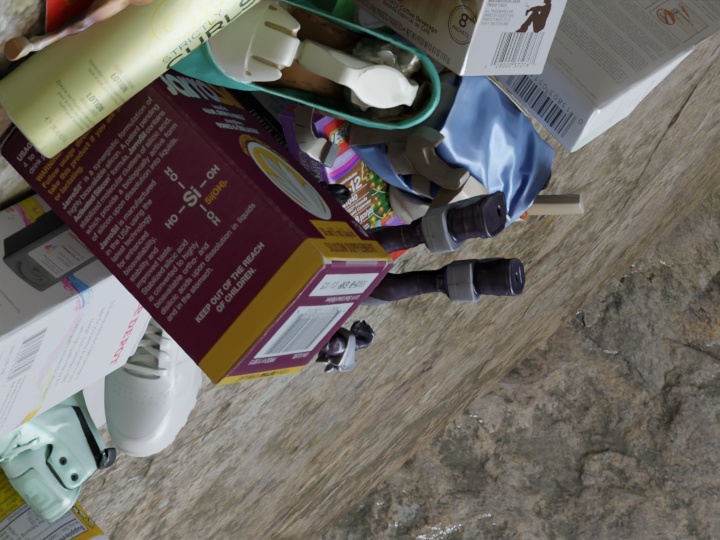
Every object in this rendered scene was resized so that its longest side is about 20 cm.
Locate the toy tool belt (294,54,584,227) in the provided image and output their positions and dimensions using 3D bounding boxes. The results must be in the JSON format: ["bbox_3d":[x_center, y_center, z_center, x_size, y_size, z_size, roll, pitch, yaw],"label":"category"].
[{"bbox_3d":[0.061,-0.088,1.190,0.200,0.122,0.126,32,78,-48],"label":"toy tool belt"}]

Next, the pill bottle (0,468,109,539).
[{"bbox_3d":[-0.255,0.211,1.345,0.113,0.200,0.113,-42,167,-12],"label":"pill bottle"}]

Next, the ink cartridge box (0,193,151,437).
[{"bbox_3d":[-0.224,0.033,1.153,0.200,0.086,0.148,-34,163,-45],"label":"ink cartridge box"}]

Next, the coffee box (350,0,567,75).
[{"bbox_3d":[0.079,-0.231,1.067,0.079,0.113,0.201,-7,125,-42],"label":"coffee box"}]

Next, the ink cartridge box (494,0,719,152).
[{"bbox_3d":[0.154,-0.186,1.268,0.200,0.161,0.050,-32,163,-45],"label":"ink cartridge box"}]

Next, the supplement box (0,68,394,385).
[{"bbox_3d":[-0.095,-0.038,1.074,0.103,0.200,0.131,-48,167,14],"label":"supplement box"}]

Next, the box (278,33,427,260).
[{"bbox_3d":[0.034,-0.095,1.283,0.200,0.039,0.138,-39,129,-34],"label":"box"}]

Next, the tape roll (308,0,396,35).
[{"bbox_3d":[0.034,-0.232,1.217,0.200,0.048,0.201,-42,167,-12],"label":"tape roll"}]

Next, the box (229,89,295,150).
[{"bbox_3d":[-0.017,-0.124,1.319,0.200,0.082,0.049,-34,165,-37],"label":"box"}]

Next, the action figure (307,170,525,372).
[{"bbox_3d":[0.000,0.000,1.145,0.198,0.131,0.069,-8,-163,16],"label":"action figure"}]

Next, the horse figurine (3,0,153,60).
[{"bbox_3d":[-0.094,-0.171,0.811,0.132,0.050,0.200,-29,162,-44],"label":"horse figurine"}]

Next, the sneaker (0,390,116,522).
[{"bbox_3d":[-0.253,0.129,1.261,0.074,0.119,0.200,-29,179,36],"label":"sneaker"}]

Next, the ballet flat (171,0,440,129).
[{"bbox_3d":[-0.035,-0.130,1.058,0.070,0.199,0.068,24,-81,63],"label":"ballet flat"}]

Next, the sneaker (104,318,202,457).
[{"bbox_3d":[-0.149,0.035,1.315,0.081,0.076,0.202,71,31,-77],"label":"sneaker"}]

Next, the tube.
[{"bbox_3d":[-0.110,-0.141,0.988,0.200,0.052,0.058,-37,-176,0],"label":"tube"}]

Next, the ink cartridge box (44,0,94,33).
[{"bbox_3d":[-0.086,-0.206,0.927,0.162,0.050,0.200,-37,162,-28],"label":"ink cartridge box"}]

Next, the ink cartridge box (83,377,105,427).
[{"bbox_3d":[-0.180,0.060,1.456,0.200,0.048,0.146,-34,163,-41],"label":"ink cartridge box"}]
